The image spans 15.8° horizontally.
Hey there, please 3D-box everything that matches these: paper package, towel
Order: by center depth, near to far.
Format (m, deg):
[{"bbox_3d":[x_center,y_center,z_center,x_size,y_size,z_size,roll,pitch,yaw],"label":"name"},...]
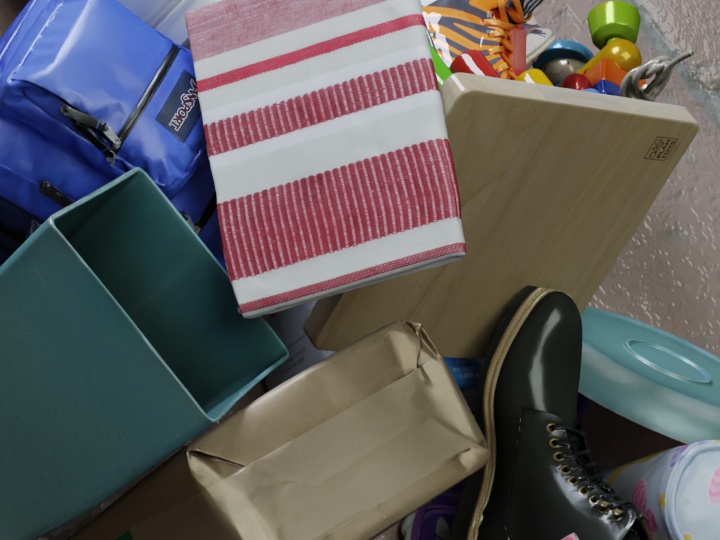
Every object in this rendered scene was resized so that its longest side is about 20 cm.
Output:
[{"bbox_3d":[-0.020,-0.081,1.501,0.023,0.143,0.201,41,36,-64],"label":"towel"},{"bbox_3d":[-0.055,0.138,1.528,0.190,0.200,0.104,-28,84,-38],"label":"paper package"}]

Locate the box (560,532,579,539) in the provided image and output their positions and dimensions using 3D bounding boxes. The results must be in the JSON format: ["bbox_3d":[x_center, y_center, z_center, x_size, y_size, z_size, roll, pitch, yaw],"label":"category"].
[{"bbox_3d":[0.071,0.248,1.552,0.102,0.200,0.095,-29,83,-39],"label":"box"}]

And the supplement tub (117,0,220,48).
[{"bbox_3d":[-0.164,-0.235,1.680,0.200,0.145,0.145,46,52,-3],"label":"supplement tub"}]

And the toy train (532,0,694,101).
[{"bbox_3d":[0.180,-0.142,1.815,0.084,0.200,0.116,22,53,-21],"label":"toy train"}]

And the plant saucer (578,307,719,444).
[{"bbox_3d":[0.203,0.071,1.747,0.199,0.028,0.200,22,14,-6],"label":"plant saucer"}]

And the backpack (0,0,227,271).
[{"bbox_3d":[-0.148,-0.063,1.594,0.200,0.168,0.163,35,59,-12],"label":"backpack"}]

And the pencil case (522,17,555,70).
[{"bbox_3d":[0.050,-0.214,1.847,0.078,0.089,0.200,-40,90,-10],"label":"pencil case"}]

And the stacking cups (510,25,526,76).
[{"bbox_3d":[0.088,-0.069,1.768,0.060,0.060,0.201,3,86,-31],"label":"stacking cups"}]

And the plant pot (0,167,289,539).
[{"bbox_3d":[-0.175,0.067,1.480,0.142,0.200,0.141,51,21,-1],"label":"plant pot"}]

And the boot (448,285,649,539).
[{"bbox_3d":[0.136,0.117,1.590,0.077,0.138,0.201,8,91,-40],"label":"boot"}]

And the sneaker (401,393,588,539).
[{"bbox_3d":[0.091,0.140,1.692,0.080,0.083,0.201,34,56,-12],"label":"sneaker"}]

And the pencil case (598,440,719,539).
[{"bbox_3d":[0.197,0.163,1.672,0.083,0.200,0.091,-22,85,-20],"label":"pencil case"}]

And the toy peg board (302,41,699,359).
[{"bbox_3d":[0.070,-0.052,1.611,0.198,0.200,0.098,4,39,-39],"label":"toy peg board"}]

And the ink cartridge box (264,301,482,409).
[{"bbox_3d":[0.000,0.000,1.704,0.144,0.085,0.201,-5,71,-34],"label":"ink cartridge box"}]

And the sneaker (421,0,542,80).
[{"bbox_3d":[0.090,-0.147,1.716,0.112,0.078,0.200,-33,71,4],"label":"sneaker"}]
